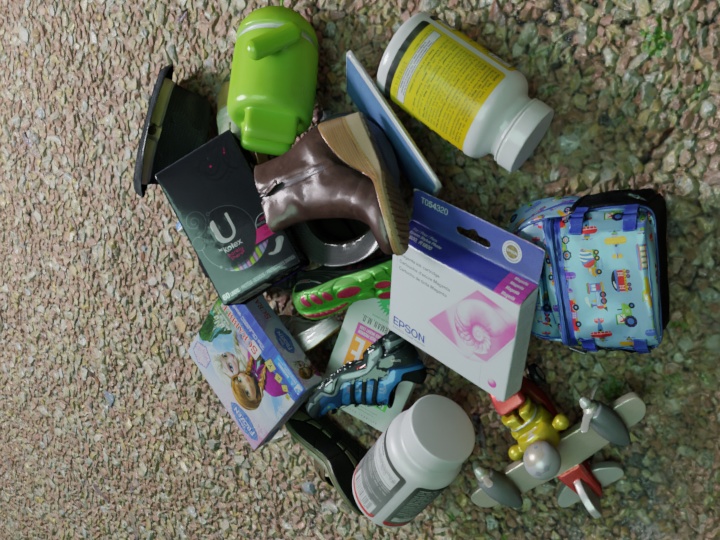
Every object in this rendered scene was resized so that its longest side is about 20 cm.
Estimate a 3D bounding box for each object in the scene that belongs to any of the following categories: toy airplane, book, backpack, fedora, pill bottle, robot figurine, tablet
[{"bbox_3d":[0.238,0.228,0.883,0.196,0.141,0.204,10,104,19],"label":"toy airplane"},{"bbox_3d":[0.029,0.124,1.036,0.132,0.048,0.203,27,112,19],"label":"book"},{"bbox_3d":[0.247,0.002,0.823,0.197,0.134,0.186,1,105,30],"label":"backpack"},{"bbox_3d":[-0.011,-0.106,0.960,0.175,0.090,0.203,-17,81,29],"label":"fedora"},{"bbox_3d":[0.072,0.264,0.979,0.114,0.114,0.201,43,135,13],"label":"pill bottle"},{"bbox_3d":[0.125,-0.209,0.845,0.199,0.112,0.113,39,119,15],"label":"pill bottle"},{"bbox_3d":[-0.279,-0.202,1.077,0.090,0.201,0.203,14,116,-14],"label":"fedora"},{"bbox_3d":[-0.115,-0.259,0.945,0.114,0.175,0.204,7,76,-11],"label":"robot figurine"},{"bbox_3d":[0.040,-0.177,0.907,0.014,0.130,0.201,-34,85,-5],"label":"tablet"}]

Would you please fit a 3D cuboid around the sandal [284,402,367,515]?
[{"bbox_3d":[-0.044,0.293,1.111,0.201,0.079,0.058,47,138,18],"label":"sandal"}]

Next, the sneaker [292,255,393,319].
[{"bbox_3d":[0.000,0.000,0.966,0.197,0.085,0.077,-14,141,-4],"label":"sneaker"}]

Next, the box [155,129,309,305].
[{"bbox_3d":[-0.171,-0.068,0.970,0.121,0.106,0.202,-30,86,2],"label":"box"}]

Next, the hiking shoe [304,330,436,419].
[{"bbox_3d":[0.005,0.166,0.991,0.199,0.074,0.087,-39,85,26],"label":"hiking shoe"}]

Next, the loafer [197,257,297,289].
[{"bbox_3d":[-0.173,0.001,1.103,0.198,0.068,0.072,14,119,31],"label":"loafer"}]

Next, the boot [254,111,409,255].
[{"bbox_3d":[-0.037,-0.081,0.874,0.165,0.072,0.203,-26,69,17],"label":"boot"}]

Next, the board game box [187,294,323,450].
[{"bbox_3d":[-0.168,0.144,1.083,0.201,0.041,0.200,51,133,15],"label":"board game box"}]

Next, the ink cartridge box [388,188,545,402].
[{"bbox_3d":[0.117,0.029,0.854,0.195,0.043,0.203,30,134,37],"label":"ink cartridge box"}]

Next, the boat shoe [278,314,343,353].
[{"bbox_3d":[-0.111,0.101,1.090,0.199,0.070,0.070,-28,87,35],"label":"boat shoe"}]

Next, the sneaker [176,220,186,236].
[{"bbox_3d":[-0.195,-0.056,1.078,0.198,0.076,0.078,25,77,26],"label":"sneaker"}]

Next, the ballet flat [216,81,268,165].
[{"bbox_3d":[-0.175,-0.184,1.052,0.068,0.063,0.203,-18,94,31],"label":"ballet flat"}]
